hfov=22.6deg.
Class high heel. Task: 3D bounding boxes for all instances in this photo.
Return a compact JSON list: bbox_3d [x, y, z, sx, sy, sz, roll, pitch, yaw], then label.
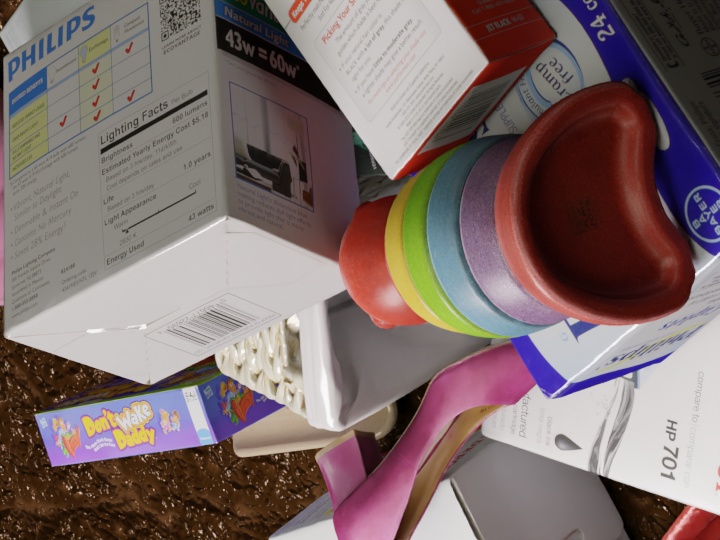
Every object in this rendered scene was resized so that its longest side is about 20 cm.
[{"bbox_3d":[0.060,0.119,1.150,0.199,0.067,0.097,-32,68,20],"label":"high heel"}]

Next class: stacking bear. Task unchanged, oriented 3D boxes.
[{"bbox_3d":[0.063,-0.015,0.974,0.199,0.113,0.122,-14,93,55],"label":"stacking bear"}]

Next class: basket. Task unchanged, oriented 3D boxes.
[{"bbox_3d":[0.000,0.000,1.225,0.123,0.199,0.137,16,121,41],"label":"basket"}]

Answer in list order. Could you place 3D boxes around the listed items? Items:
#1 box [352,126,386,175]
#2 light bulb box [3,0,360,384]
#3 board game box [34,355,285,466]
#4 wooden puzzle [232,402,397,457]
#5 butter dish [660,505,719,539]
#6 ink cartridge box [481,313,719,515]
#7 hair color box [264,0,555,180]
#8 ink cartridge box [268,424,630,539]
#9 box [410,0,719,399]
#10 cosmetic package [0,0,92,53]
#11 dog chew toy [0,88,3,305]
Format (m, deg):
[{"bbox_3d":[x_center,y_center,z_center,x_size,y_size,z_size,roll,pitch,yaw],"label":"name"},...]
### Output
[{"bbox_3d":[-0.019,-0.100,1.222,0.199,0.144,0.037,-1,111,40],"label":"box"},{"bbox_3d":[-0.114,-0.066,1.111,0.197,0.124,0.202,-25,58,34],"label":"light bulb box"},{"bbox_3d":[-0.135,0.097,1.378,0.199,0.134,0.045,-13,99,43],"label":"board game box"},{"bbox_3d":[-0.063,0.040,1.411,0.184,0.037,0.202,-12,98,44],"label":"wooden puzzle"},{"bbox_3d":[0.248,0.266,1.177,0.199,0.147,0.201,41,132,17],"label":"butter dish"},{"bbox_3d":[0.187,0.057,1.156,0.199,0.086,0.148,16,110,35],"label":"ink cartridge box"},{"bbox_3d":[0.006,-0.166,1.005,0.201,0.064,0.111,55,137,12],"label":"hair color box"},{"bbox_3d":[0.068,0.201,1.299,0.199,0.145,0.145,-24,95,43],"label":"ink cartridge box"},{"bbox_3d":[0.145,-0.056,1.023,0.185,0.104,0.200,59,140,16],"label":"box"},{"bbox_3d":[-0.127,-0.202,1.223,0.151,0.199,0.052,-38,79,44],"label":"cosmetic package"},{"bbox_3d":[-0.330,-0.063,1.528,0.124,0.124,0.201,7,124,38],"label":"dog chew toy"}]
